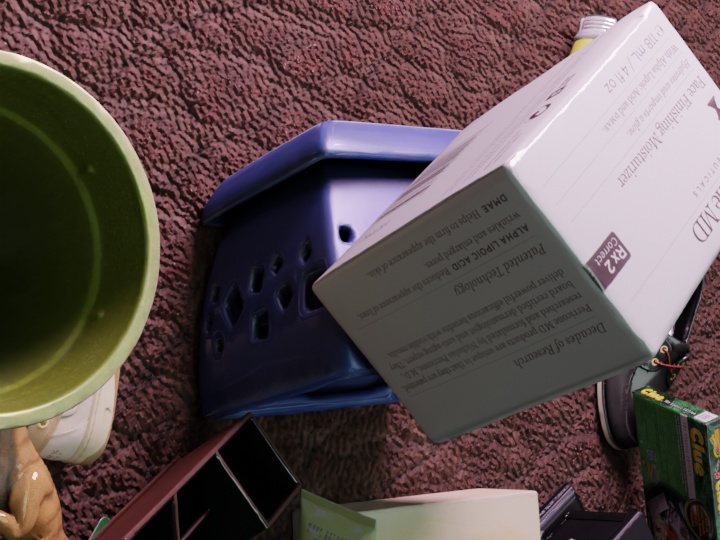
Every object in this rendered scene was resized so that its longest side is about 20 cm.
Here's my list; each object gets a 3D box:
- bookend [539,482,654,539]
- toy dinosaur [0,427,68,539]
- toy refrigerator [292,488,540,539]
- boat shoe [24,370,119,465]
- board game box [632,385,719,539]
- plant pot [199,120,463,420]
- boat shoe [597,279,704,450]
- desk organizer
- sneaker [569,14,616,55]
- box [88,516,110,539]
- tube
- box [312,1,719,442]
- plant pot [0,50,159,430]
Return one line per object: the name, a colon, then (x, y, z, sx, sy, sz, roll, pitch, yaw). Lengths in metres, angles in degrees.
bookend: (0.200, 0.272, 1.049, 0.198, 0.199, 0.093, -36, 105, -34)
toy dinosaur: (-0.220, 0.136, 0.814, 0.105, 0.060, 0.203, -19, 110, -25)
toy refrigerator: (0.048, 0.217, 1.017, 0.198, 0.075, 0.071, 2, 83, -38)
boat shoe: (-0.198, 0.026, 0.854, 0.069, 0.073, 0.203, 11, 78, -42)
board game box: (0.296, 0.213, 1.163, 0.023, 0.105, 0.203, -16, 108, -20)
plant pot: (0.000, 0.000, 0.939, 0.198, 0.199, 0.183, -1, 77, -37)
boat shoe: (0.278, 0.073, 1.223, 0.073, 0.063, 0.204, 31, 69, -35)
desk organizer: (-0.116, 0.172, 0.830, 0.072, 0.077, 0.200, 54, 24, -3)
sneaker: (0.264, -0.152, 1.242, 0.199, 0.078, 0.091, 37, 71, -22)
box: (-0.131, 0.272, 0.891, 0.200, 0.048, 0.118, 43, 60, -24)
tube: (-0.027, 0.260, 0.891, 0.057, 0.052, 0.203, 7, 97, 3)
box: (0.110, -0.026, 0.778, 0.131, 0.199, 0.199, 50, 50, -8)
plant pot: (-0.249, -0.007, 0.746, 0.198, 0.189, 0.203, 6, 80, -37)
